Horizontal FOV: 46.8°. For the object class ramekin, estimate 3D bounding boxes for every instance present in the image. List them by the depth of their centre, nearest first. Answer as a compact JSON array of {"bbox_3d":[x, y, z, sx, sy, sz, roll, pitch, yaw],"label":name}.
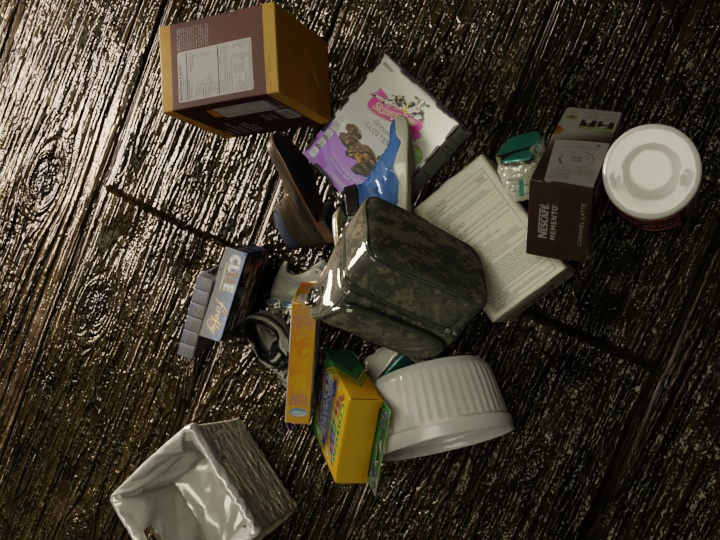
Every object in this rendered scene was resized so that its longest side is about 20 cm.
[{"bbox_3d":[0.106,0.192,1.162,0.199,0.200,0.106,-19,70,19],"label":"ramekin"}]

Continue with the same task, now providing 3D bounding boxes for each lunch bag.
[{"bbox_3d":[0.047,0.028,1.093,0.168,0.199,0.140,-51,27,36],"label":"lunch bag"}]

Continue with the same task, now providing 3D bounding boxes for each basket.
[{"bbox_3d":[-0.242,0.367,1.304,0.200,0.161,0.199,-41,74,14],"label":"basket"}]

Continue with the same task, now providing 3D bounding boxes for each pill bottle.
[{"bbox_3d":[0.375,-0.111,1.064,0.113,0.200,0.115,-1,86,22],"label":"pill bottle"}]

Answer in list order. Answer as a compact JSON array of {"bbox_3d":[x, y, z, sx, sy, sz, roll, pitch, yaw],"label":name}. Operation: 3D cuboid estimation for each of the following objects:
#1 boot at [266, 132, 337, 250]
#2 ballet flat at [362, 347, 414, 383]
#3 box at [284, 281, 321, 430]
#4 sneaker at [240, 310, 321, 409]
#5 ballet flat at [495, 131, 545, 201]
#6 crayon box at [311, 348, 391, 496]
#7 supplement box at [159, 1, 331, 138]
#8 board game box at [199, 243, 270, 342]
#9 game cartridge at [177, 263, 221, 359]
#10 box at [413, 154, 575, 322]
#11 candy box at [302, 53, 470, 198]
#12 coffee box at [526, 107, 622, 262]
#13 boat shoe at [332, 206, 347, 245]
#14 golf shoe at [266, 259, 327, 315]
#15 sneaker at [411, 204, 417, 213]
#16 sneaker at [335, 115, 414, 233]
[{"bbox_3d":[-0.112,-0.113,1.290,0.096,0.075,0.201,-18,117,28],"label":"boot"},{"bbox_3d":[0.019,0.169,1.256,0.069,0.069,0.201,35,111,20],"label":"ballet flat"},{"bbox_3d":[-0.081,0.128,1.206,0.041,0.119,0.202,3,103,1],"label":"box"},{"bbox_3d":[-0.118,0.148,1.307,0.200,0.088,0.076,45,101,16],"label":"sneaker"},{"bbox_3d":[0.220,-0.140,1.143,0.071,0.200,0.072,6,112,14],"label":"ballet flat"},{"bbox_3d":[-0.018,0.206,1.159,0.051,0.200,0.127,5,106,-18],"label":"crayon box"},{"bbox_3d":[-0.175,-0.302,1.296,0.198,0.197,0.134,-5,85,21],"label":"supplement box"},{"bbox_3d":[-0.189,0.030,1.282,0.034,0.200,0.137,18,94,3],"label":"board game box"},{"bbox_3d":[-0.231,0.055,1.293,0.038,0.200,0.131,21,100,2],"label":"game cartridge"},{"bbox_3d":[0.192,-0.042,1.182,0.128,0.109,0.201,-38,74,16],"label":"box"},{"bbox_3d":[0.038,-0.195,1.272,0.168,0.071,0.200,46,104,18],"label":"candy box"},{"bbox_3d":[0.281,-0.117,1.089,0.079,0.200,0.115,11,129,21],"label":"coffee box"},{"bbox_3d":[0.000,0.000,1.222,0.068,0.074,0.201,-43,61,59],"label":"boat shoe"},{"bbox_3d":[-0.052,0.031,1.297,0.198,0.078,0.098,7,83,21],"label":"golf shoe"},{"bbox_3d":[0.109,0.005,1.224,0.120,0.083,0.202,4,96,27],"label":"sneaker"},{"bbox_3d":[0.018,-0.125,1.178,0.110,0.077,0.202,-1,75,12],"label":"sneaker"}]
